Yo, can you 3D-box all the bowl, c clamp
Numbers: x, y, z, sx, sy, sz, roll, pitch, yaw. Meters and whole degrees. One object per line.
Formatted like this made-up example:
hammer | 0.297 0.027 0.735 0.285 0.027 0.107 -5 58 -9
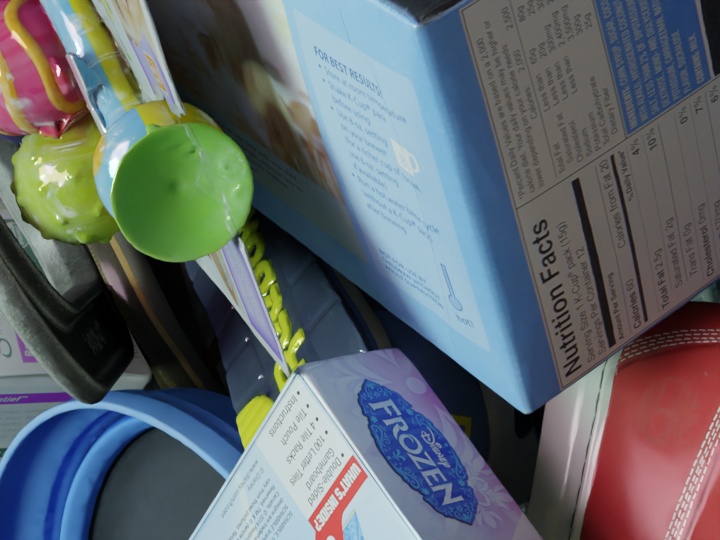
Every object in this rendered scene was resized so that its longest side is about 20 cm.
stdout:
bowl | -0.045 0.131 0.884 0.200 0.039 0.201 23 122 44
c clamp | -0.120 -0.035 0.876 0.171 0.027 0.200 60 -178 -10

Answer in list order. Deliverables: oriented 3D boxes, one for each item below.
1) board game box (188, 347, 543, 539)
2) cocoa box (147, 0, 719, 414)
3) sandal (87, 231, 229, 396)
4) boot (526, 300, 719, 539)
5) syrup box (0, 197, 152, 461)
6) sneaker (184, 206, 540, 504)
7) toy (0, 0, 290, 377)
board game box | 0.007 0.160 0.750 0.200 0.041 0.200 54 131 26
cocoa box | 0.021 -0.083 0.763 0.200 0.131 0.134 37 154 44
sandal | -0.062 -0.028 0.949 0.054 0.082 0.200 -20 64 5
boot | 0.105 0.113 0.734 0.144 0.072 0.201 12 94 45
syrup box | -0.157 0.052 1.015 0.200 0.081 0.079 -45 54 44
sneaker | 0.000 0.000 0.864 0.074 0.082 0.200 -52 35 35
toy | -0.080 -0.043 0.787 0.200 0.047 0.115 36 150 65
